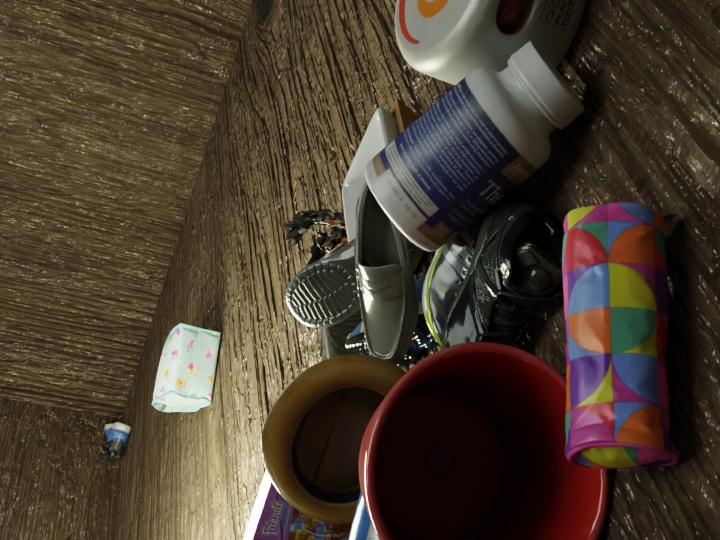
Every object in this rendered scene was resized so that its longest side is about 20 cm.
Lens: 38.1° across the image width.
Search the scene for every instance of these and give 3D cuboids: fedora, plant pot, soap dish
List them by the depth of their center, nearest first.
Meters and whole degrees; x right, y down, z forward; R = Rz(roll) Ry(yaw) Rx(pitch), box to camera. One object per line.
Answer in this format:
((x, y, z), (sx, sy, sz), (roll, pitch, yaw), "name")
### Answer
((0.083, 0.165, 0.869), (0.177, 0.198, 0.203), (146, 135, -78), "plant pot")
((-0.014, 0.177, 1.151), (0.082, 0.198, 0.203), (-95, 23, -74), "fedora")
((0.042, -0.094, 1.306), (0.201, 0.080, 0.158), (-98, 27, -48), "soap dish")

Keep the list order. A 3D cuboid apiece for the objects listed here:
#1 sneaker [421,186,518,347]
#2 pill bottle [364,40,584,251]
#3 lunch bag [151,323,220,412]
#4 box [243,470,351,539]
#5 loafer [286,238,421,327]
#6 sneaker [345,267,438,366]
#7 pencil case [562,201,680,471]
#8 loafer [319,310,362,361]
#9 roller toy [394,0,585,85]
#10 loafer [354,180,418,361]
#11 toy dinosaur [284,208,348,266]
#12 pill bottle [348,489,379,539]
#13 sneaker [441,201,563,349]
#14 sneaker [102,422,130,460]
((0.115, -0.014, 1.054), (0.081, 0.073, 0.203), (167, 113, -67), "sneaker")
((0.110, -0.119, 0.991), (0.200, 0.111, 0.111), (-39, 32, 18), "pill bottle")
((-0.401, 0.228, 2.362), (0.200, 0.121, 0.172), (-31, 49, 58), "lunch bag")
((-0.049, 0.262, 1.251), (0.039, 0.135, 0.202), (-120, 46, -64), "box")
((0.000, 0.000, 1.198), (0.199, 0.076, 0.070), (-30, 2, 28), "loafer")
((0.049, 0.058, 1.215), (0.199, 0.075, 0.078), (-29, 44, 54), "sneaker")
((0.191, 0.047, 0.771), (0.088, 0.087, 0.202), (138, 143, -60), "pencil case")
((-0.028, 0.117, 1.383), (0.070, 0.074, 0.202), (-46, 36, 50), "loafer")
((0.135, -0.272, 1.057), (0.182, 0.138, 0.202), (-44, 42, 44), "roller toy")
((0.021, -0.001, 1.095), (0.069, 0.070, 0.203), (1, 98, 29), "loafer")
((-0.019, -0.047, 1.455), (0.103, 0.134, 0.200), (70, -154, -20), "toy dinosaur")
((0.052, 0.232, 1.011), (0.112, 0.111, 0.202), (-156, 80, -71), "pill bottle")
((0.133, 0.035, 0.954), (0.114, 0.075, 0.202), (-163, 91, -78), "sneaker")
((-0.817, 0.569, 3.444), (0.199, 0.076, 0.112), (-25, 45, 60), "sneaker")
